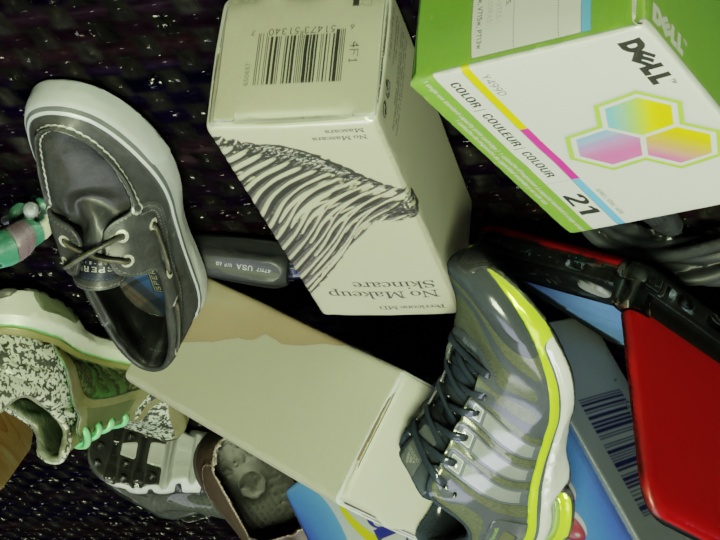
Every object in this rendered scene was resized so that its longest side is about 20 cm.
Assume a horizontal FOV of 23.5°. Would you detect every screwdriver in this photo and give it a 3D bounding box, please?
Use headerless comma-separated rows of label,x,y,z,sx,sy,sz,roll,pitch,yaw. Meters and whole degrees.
screwdriver,0.000,0.000,0.968,0.198,0.029,0.028,4,171,5

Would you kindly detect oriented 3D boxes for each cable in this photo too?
cable,0.194,-0.042,0.827,0.162,0.051,0.200,16,158,-11

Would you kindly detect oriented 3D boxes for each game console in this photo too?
game console,0.155,0.075,0.928,0.172,0.120,0.199,16,170,43

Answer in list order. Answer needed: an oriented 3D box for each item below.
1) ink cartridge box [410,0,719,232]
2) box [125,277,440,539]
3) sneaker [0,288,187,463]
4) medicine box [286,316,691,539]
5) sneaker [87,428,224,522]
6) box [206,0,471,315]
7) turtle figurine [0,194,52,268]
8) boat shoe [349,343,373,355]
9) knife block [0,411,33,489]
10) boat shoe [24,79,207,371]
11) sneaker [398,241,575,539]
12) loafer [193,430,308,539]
ink cartridge box,0.141,-0.092,0.681,0.199,0.076,0.148,-9,152,33
box,-0.033,0.074,0.980,0.199,0.078,0.095,23,173,43
sneaker,-0.187,0.087,1.112,0.076,0.089,0.200,-11,151,33
medicine box,0.086,0.156,1.021,0.200,0.183,0.103,-38,163,30
sneaker,-0.108,0.158,1.306,0.198,0.067,0.091,12,158,-5
box,-0.004,-0.049,0.818,0.081,0.069,0.200,-1,154,16
turtle figurine,-0.236,-0.017,0.913,0.148,0.102,0.201,3,150,7
boat shoe,-0.008,0.097,1.147,0.063,0.071,0.200,13,163,-14
knife block,-0.292,0.085,1.204,0.063,0.177,0.200,3,-159,8
boat shoe,-0.130,-0.015,0.900,0.069,0.067,0.201,5,147,12
sneaker,0.060,0.076,0.866,0.080,0.074,0.201,-20,127,-14
loafer,-0.038,0.179,1.104,0.200,0.073,0.071,43,173,8
